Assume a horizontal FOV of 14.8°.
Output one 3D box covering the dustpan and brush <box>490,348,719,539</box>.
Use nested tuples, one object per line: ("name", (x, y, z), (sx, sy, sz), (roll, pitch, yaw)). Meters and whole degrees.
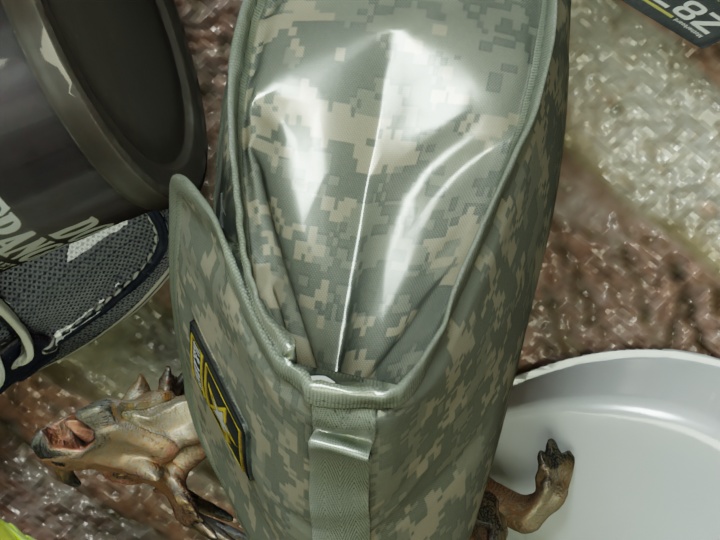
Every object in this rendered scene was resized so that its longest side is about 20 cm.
("dustpan and brush", (0.145, 0.075, 1.050), (0.199, 0.057, 0.140), (-22, 106, 21))

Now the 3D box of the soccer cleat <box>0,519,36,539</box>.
("soccer cleat", (-0.118, 0.126, 1.048), (0.083, 0.065, 0.200), (-32, 143, -3))

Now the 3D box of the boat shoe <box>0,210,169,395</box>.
("boat shoe", (-0.145, 0.031, 0.999), (0.199, 0.093, 0.075), (-31, 115, 19))

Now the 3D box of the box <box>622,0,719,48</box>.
("box", (0.093, -0.152, 0.847), (0.199, 0.049, 0.161), (27, 146, -30))

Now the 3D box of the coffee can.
("coffee can", (-0.171, -0.055, 0.918), (0.199, 0.147, 0.147), (-21, 118, 14))

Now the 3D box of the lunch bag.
("lunch bag", (0.000, 0.000, 0.886), (0.117, 0.201, 0.164), (8, 147, 4))

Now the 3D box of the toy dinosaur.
("toy dinosaur", (-0.010, 0.084, 1.019), (0.135, 0.086, 0.200), (-34, 109, 31))
